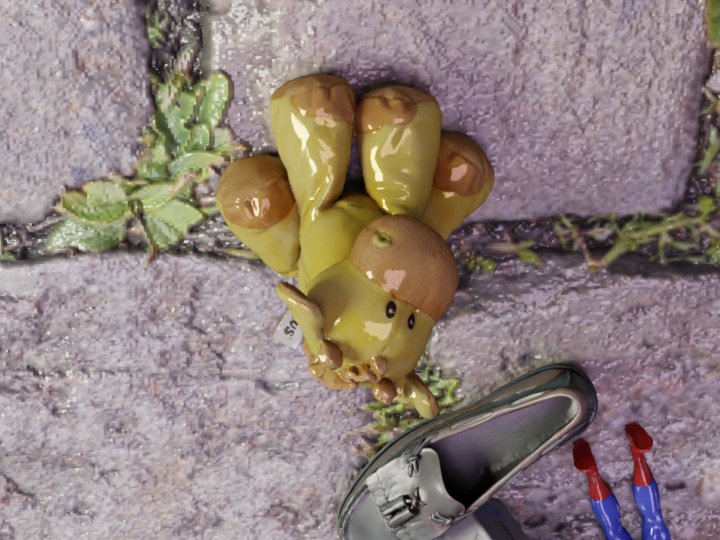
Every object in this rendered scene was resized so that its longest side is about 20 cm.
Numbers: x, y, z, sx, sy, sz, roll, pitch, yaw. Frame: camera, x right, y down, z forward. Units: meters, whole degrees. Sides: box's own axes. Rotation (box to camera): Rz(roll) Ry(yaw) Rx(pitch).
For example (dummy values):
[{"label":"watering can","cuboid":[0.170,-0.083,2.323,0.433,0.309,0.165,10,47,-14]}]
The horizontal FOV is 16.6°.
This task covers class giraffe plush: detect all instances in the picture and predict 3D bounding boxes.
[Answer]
[{"label":"giraffe plush","cuboid":[0.000,0.000,1.503,0.172,0.162,0.200,10,115,-14]}]

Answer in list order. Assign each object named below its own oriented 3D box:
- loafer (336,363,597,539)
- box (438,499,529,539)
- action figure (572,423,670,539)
[{"label":"loafer","cuboid":[0.066,0.126,1.628,0.200,0.063,0.072,-35,91,7]},{"label":"box","cuboid":[0.071,0.278,1.661,0.041,0.156,0.200,12,115,-32]},{"label":"action figure","cuboid":[0.199,0.215,1.686,0.065,0.099,0.200,-18,121,2]}]
